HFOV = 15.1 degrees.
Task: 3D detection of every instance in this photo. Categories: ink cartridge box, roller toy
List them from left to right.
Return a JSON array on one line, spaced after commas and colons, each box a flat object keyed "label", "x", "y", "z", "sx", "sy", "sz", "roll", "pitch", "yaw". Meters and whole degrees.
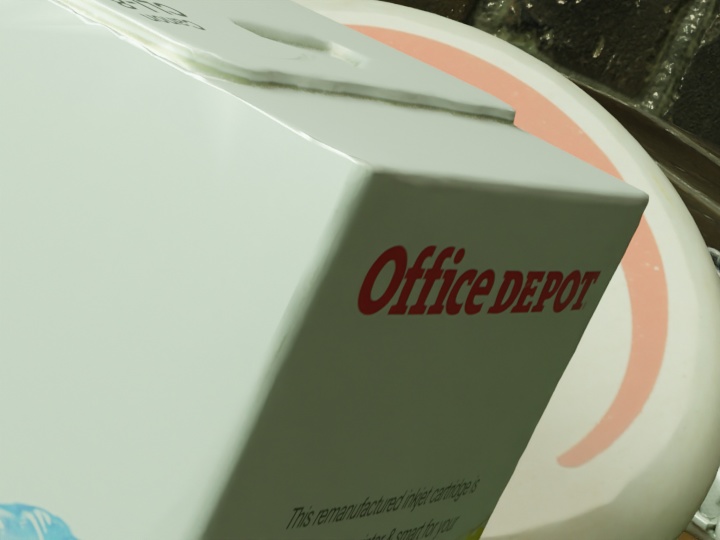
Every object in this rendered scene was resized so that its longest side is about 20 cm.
[{"label": "ink cartridge box", "x": -0.067, "y": 0.038, "z": 0.498, "sx": 0.144, "sy": 0.200, "sz": 0.145, "roll": 30, "pitch": 10, "yaw": 21}, {"label": "roller toy", "x": -0.010, "y": 0.039, "z": 0.689, "sx": 0.182, "sy": 0.140, "sz": 0.200, "roll": 17, "pitch": 50, "yaw": -10}]

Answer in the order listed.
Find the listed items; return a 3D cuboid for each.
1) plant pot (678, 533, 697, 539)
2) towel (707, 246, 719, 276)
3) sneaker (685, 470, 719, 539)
[{"label": "plant pot", "x": 0.118, "y": 0.107, "z": 1.130, "sx": 0.200, "sy": 0.028, "sz": 0.200, "roll": 26, "pitch": 10, "yaw": -5}, {"label": "towel", "x": 0.268, "y": 0.062, "z": 1.582, "sx": 0.200, "sy": 0.086, "sz": 0.166, "roll": 29, "pitch": 9, "yaw": 16}, {"label": "sneaker", "x": 0.148, "y": 0.079, "z": 1.080, "sx": 0.200, "sy": 0.075, "sz": 0.087, "roll": 25, "pitch": 15, "yaw": -3}]
